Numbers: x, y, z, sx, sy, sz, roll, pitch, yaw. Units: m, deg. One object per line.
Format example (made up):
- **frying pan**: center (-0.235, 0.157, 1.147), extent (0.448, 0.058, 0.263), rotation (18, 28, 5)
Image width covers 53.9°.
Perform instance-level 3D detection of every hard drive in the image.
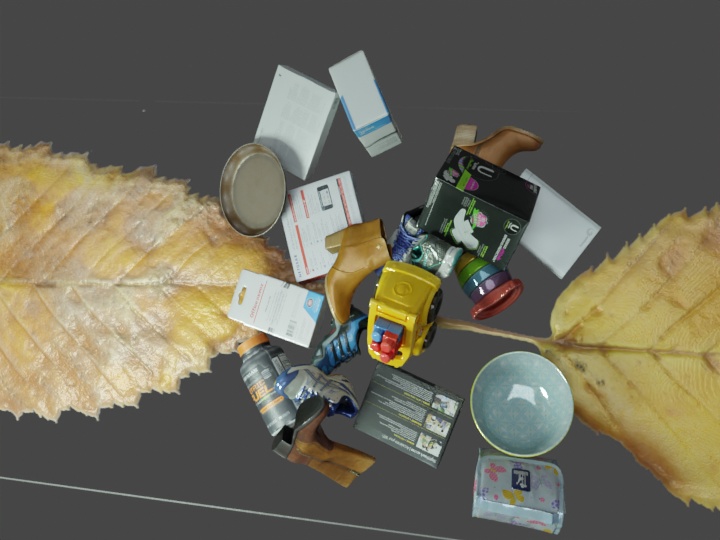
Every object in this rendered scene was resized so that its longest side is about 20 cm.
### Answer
- **hard drive**: center (0.384, -0.099, 1.483), extent (0.199, 0.027, 0.133), rotation (40, 92, 12)

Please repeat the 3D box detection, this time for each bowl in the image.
- **bowl**: center (0.316, 0.272, 1.402), extent (0.194, 0.108, 0.206), rotation (-3, 69, 8)

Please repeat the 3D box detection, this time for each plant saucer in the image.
- **plant saucer**: center (-0.233, -0.178, 1.571), extent (0.196, 0.032, 0.207), rotation (2, 94, 35)

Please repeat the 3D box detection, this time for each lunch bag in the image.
- **lunch bag**: center (0.298, 0.417, 1.344), extent (0.164, 0.200, 0.131), rotation (7, 93, 12)

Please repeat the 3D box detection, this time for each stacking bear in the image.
- **stacking bear**: center (0.238, -0.013, 1.459), extent (0.120, 0.113, 0.203), rotation (-35, 68, 13)

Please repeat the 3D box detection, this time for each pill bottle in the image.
- **pill bottle**: center (-0.189, 0.237, 1.507), extent (0.105, 0.106, 0.203), rotation (-31, 78, 5)

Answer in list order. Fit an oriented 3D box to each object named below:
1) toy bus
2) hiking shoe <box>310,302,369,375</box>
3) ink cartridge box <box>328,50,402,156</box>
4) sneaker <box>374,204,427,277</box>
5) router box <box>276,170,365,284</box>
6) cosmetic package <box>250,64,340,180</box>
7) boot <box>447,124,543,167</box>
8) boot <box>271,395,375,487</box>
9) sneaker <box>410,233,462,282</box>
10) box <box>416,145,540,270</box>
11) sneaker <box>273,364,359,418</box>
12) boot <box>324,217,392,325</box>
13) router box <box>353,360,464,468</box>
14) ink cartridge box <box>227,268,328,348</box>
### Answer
- **toy bus**: center (0.071, 0.118, 1.397), extent (0.132, 0.204, 0.193), rotation (18, 44, 15)
- **hiking shoe**: center (-0.044, 0.171, 1.504), extent (0.085, 0.074, 0.204), rotation (26, 88, 13)
- **ink cartridge box**: center (0.015, -0.345, 1.491), extent (0.082, 0.200, 0.148), rotation (-24, 80, 8)
- **sneaker**: center (0.095, -0.069, 1.487), extent (0.080, 0.115, 0.201), rotation (39, 91, 13)
- **router box**: center (-0.077, -0.094, 1.554), extent (0.175, 0.049, 0.206), rotation (-16, 81, 8)
- **cosmetic package**: center (-0.143, -0.325, 1.561), extent (0.148, 0.052, 0.204), rotation (27, 110, 11)
- **boot**: center (0.278, -0.221, 1.490), extent (0.194, 0.077, 0.160), rotation (8, 84, 13)
- **boot**: center (-0.054, 0.351, 1.418), extent (0.197, 0.069, 0.190), rotation (30, 117, -16)
- **sneaker**: center (0.137, -0.012, 1.438), extent (0.090, 0.201, 0.078), rotation (35, 58, 3)
- **box**: center (0.235, -0.126, 1.399), extent (0.196, 0.149, 0.126), rotation (27, 130, 7)
- **sneaker**: center (-0.081, 0.251, 1.438), extent (0.076, 0.196, 0.089), rotation (-59, 39, 21)
- **boot**: center (0.000, 0.000, 1.458), extent (0.140, 0.070, 0.207), rotation (-13, 74, 23)
- **router box**: center (0.100, 0.296, 1.474), extent (0.196, 0.051, 0.153), rotation (24, 90, 12)
- **ink cartridge box**: center (-0.177, 0.082, 1.542), extent (0.195, 0.067, 0.119), rotation (19, 87, 11)
